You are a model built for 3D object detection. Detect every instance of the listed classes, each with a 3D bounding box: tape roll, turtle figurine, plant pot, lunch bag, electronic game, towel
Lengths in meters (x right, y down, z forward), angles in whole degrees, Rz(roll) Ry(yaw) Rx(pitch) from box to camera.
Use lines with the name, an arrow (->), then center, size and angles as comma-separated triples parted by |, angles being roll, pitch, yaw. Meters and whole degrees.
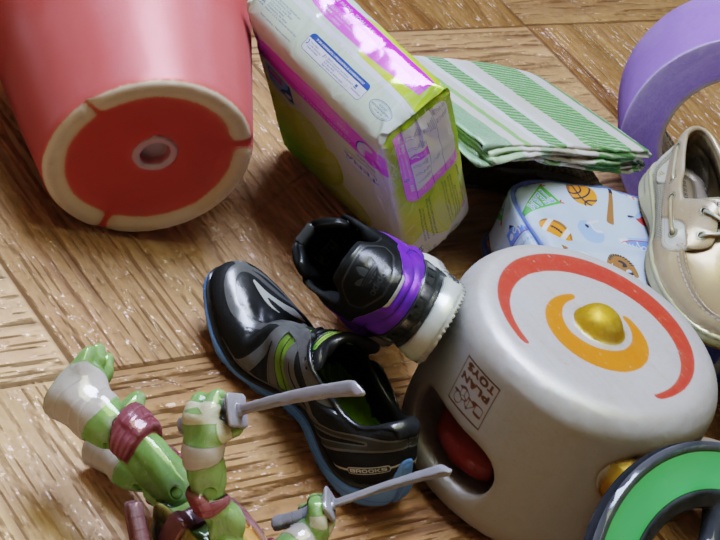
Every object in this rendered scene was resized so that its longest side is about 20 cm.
tape roll -> 0.302, -0.113, 1.734 | 0.199, 0.201, 0.085 | 22, 33, -6
turtle figurine -> -0.068, 0.104, 1.220 | 0.193, 0.201, 0.143 | 34, 17, 29
plant pot -> -0.155, -0.138, 1.486 | 0.199, 0.201, 0.178 | 7, 45, -26
lunch bag -> 0.187, 0.014, 1.598 | 0.198, 0.076, 0.161 | 5, 40, -30
electronic game -> 0.206, 0.201, 1.290 | 0.199, 0.042, 0.202 | 7, 76, -31
towel -> 0.106, -0.116, 1.628 | 0.199, 0.024, 0.152 | -2, 33, -47

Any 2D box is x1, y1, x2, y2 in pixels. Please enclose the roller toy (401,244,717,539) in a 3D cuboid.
roller toy -> 0.128, 0.080, 1.402 | 0.181, 0.140, 0.201 | 22, 33, -4

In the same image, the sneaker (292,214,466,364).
sneaker -> 0.000, 0.000, 1.412 | 0.099, 0.070, 0.200 | 32, -3, -11

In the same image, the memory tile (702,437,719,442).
memory tile -> 0.313, 0.157, 1.429 | 0.152, 0.017, 0.200 | 3, 21, -40

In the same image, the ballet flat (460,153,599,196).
ballet flat -> 0.086, -0.092, 1.663 | 0.198, 0.068, 0.047 | 17, 50, 0

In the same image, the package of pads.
package of pads -> 0.003, -0.105, 1.531 | 0.068, 0.200, 0.155 | -40, 67, -11

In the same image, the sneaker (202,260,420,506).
sneaker -> -0.025, 0.058, 1.381 | 0.070, 0.083, 0.200 | -14, 48, -39

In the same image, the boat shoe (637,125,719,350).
boat shoe -> 0.245, -0.026, 1.569 | 0.072, 0.065, 0.201 | 18, 37, -17

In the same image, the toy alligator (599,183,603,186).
toy alligator -> 0.097, -0.100, 1.718 | 0.199, 0.060, 0.054 | 26, -9, 3
